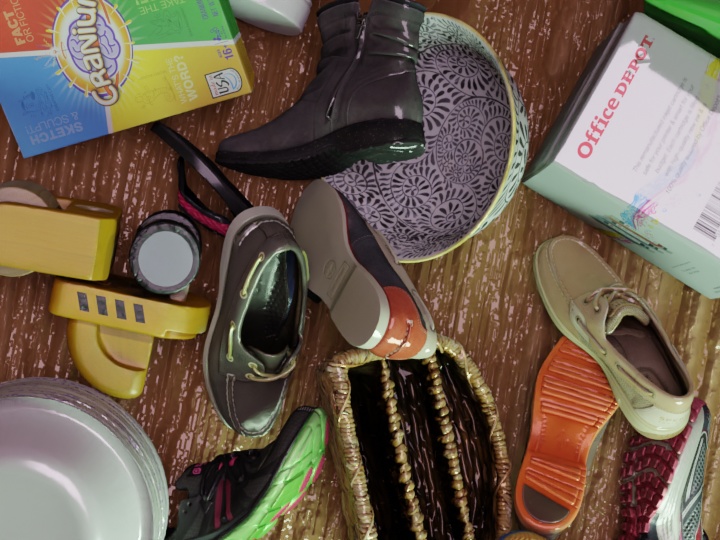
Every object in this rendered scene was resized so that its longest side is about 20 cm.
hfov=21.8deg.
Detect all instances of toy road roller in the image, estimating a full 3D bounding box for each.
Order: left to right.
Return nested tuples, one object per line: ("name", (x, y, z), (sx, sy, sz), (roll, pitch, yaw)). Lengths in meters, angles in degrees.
("toy road roller", (-0.218, 0.017, 1.490), (0.198, 0.123, 0.147), (12, 95, -6))

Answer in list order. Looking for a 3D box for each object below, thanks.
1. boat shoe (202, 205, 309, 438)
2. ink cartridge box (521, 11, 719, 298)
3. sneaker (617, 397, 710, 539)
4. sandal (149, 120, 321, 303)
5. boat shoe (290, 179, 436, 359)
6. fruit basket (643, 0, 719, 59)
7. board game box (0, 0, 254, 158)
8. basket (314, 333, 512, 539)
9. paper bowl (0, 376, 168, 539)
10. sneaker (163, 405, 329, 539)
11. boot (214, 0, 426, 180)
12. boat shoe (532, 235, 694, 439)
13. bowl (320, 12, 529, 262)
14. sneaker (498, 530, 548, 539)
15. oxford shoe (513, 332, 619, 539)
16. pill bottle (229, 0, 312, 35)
("boat shoe", (-0.080, 0.052, 1.486), (0.072, 0.060, 0.203), (-7, 120, -25))
("ink cartridge box", (0.258, -0.091, 1.536), (0.199, 0.145, 0.146), (31, 83, -3))
("sneaker", (0.257, 0.204, 1.553), (0.074, 0.081, 0.202), (12, 90, -23))
("sandal", (-0.108, -0.040, 1.530), (0.045, 0.075, 0.200), (-41, 93, 3))
("boat shoe", (0.000, 0.000, 1.469), (0.062, 0.200, 0.071), (15, 117, -32))
("fruit basket", (0.334, -0.220, 1.526), (0.214, 0.216, 0.157), (13, 84, -5))
("board game box", (-0.201, -0.188, 1.486), (0.199, 0.040, 0.154), (-16, 117, 8))
("basket", (0.052, 0.153, 1.492), (0.142, 0.149, 0.202), (-11, 86, -7))
("paper bowl", (-0.254, 0.191, 1.448), (0.199, 0.104, 0.202), (1, 101, 6))
("sneaker", (-0.102, 0.176, 1.486), (0.084, 0.077, 0.200), (46, 107, 11))
("boot", (-0.029, -0.148, 1.518), (0.199, 0.070, 0.133), (-7, 78, 29))
("boat shoe", (0.212, 0.041, 1.530), (0.071, 0.065, 0.201), (-23, 62, -21))
("bowl", (0.070, -0.103, 1.525), (0.094, 0.200, 0.203), (6, 83, -49))
("sneaker", (0.158, 0.285, 1.507), (0.075, 0.088, 0.201), (-37, 108, -5))
("oxford shoe", (0.168, 0.132, 1.553), (0.071, 0.073, 0.201), (22, 65, 7))
("pill bottle", (-0.051, -0.302, 1.536), (0.111, 0.112, 0.201), (22, 84, -4))
